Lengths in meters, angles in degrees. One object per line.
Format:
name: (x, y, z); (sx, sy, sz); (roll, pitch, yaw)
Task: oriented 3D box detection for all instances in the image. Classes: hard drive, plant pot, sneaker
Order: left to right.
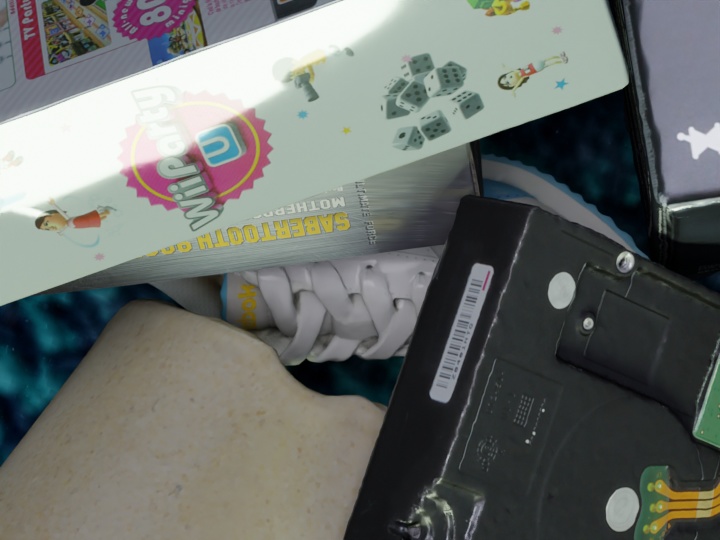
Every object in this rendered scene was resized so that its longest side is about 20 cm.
plant pot: (-0.059, 0.117, 0.785); (0.200, 0.200, 0.184); (27, 78, 9)
sneaker: (0.000, 0.000, 0.820); (0.200, 0.077, 0.081); (21, 50, 16)
hard drive: (0.085, 0.075, 0.768); (0.038, 0.200, 0.140); (12, 82, 52)

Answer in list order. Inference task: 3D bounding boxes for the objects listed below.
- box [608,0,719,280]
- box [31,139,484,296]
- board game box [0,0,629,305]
box: (0.129, -0.110, 0.766); (0.123, 0.198, 0.201); (-9, 84, 6)
box: (-0.045, -0.086, 0.808); (0.158, 0.048, 0.200); (-7, 48, 5)
board game box: (-0.043, -0.085, 0.712); (0.199, 0.064, 0.148); (-19, 45, 6)
